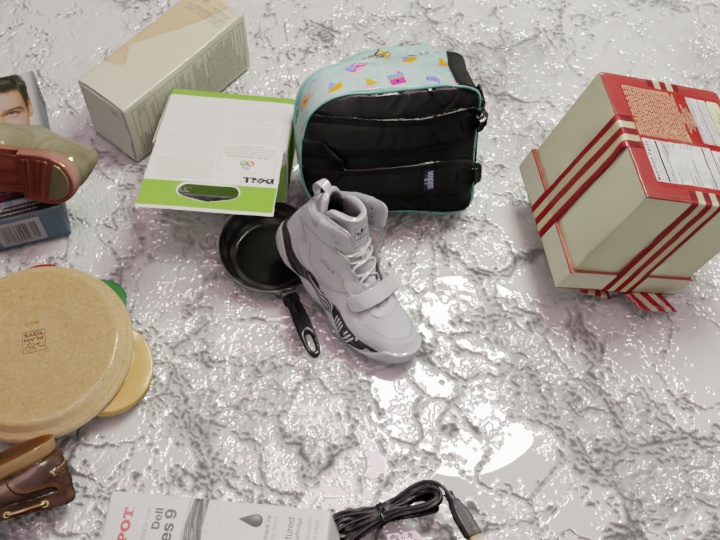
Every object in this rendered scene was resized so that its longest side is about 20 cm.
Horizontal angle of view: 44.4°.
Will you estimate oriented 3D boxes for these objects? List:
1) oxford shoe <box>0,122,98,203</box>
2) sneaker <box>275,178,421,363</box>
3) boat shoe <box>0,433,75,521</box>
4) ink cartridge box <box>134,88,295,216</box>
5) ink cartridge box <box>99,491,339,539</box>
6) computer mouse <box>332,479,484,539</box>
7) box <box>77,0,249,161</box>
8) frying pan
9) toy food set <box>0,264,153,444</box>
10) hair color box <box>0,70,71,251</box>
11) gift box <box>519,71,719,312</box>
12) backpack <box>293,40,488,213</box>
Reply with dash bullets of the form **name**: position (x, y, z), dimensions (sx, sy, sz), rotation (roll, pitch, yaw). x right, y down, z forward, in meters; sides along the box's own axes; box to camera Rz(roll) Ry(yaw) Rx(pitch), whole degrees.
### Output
- **oxford shoe**: position (-0.375, -0.124, 0.936), dimensions (0.198, 0.071, 0.074), rotation (18, 36, 8)
- **sneaker**: position (0.000, 0.000, 0.896), dimensions (0.200, 0.115, 0.075), rotation (48, 53, 9)
- **boat shoe**: position (-0.360, 0.219, 0.796), dimensions (0.199, 0.070, 0.071), rotation (-20, 103, -7)
- **ink cartridge box**: position (-0.153, -0.107, 0.964), dimensions (0.146, 0.076, 0.201), rotation (5, 46, 0)
- **ink cartridge box**: position (-0.126, 0.278, 0.751), dimensions (0.198, 0.084, 0.147), rotation (3, 58, 7)
- **computer mouse**: position (0.059, 0.290, 0.789), dimensions (0.140, 0.046, 0.201), rotation (-24, 53, -7)
- **box**: position (-0.228, -0.235, 1.051), dimensions (0.078, 0.095, 0.200), rotation (35, 63, 17)
- **frying pan**: position (-0.073, 0.001, 0.957), dimensions (0.115, 0.031, 0.190), rotation (-39, 72, -23)
- **toy food set**: position (-0.322, 0.080, 0.889), dimensions (0.199, 0.049, 0.199), rotation (-27, 65, -17)
- **hair color box**: position (-0.397, -0.124, 0.996), dimensions (0.098, 0.061, 0.201), rotation (-15, 61, -12)
- **gift box**: position (0.300, -0.072, 0.937), dimensions (0.198, 0.187, 0.186), rotation (9, 56, -21)
- **backpack**: position (0.022, -0.154, 0.972), dimensions (0.198, 0.177, 0.154), rotation (-11, 45, -11)
